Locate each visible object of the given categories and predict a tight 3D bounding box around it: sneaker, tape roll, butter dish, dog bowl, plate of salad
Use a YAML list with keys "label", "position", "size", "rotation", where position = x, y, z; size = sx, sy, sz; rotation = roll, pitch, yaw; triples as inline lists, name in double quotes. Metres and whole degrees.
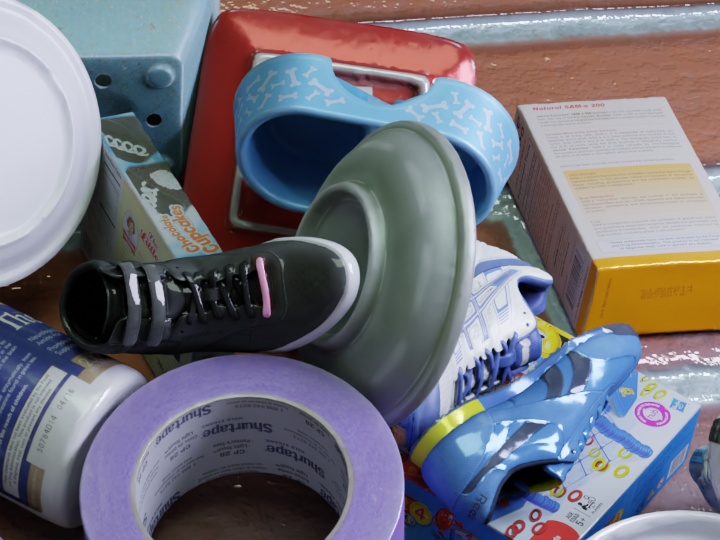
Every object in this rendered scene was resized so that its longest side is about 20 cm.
- label: "sneaker"
  position: [0.076, 0.047, 1.612]
  size: [0.088, 0.076, 0.200]
  rotation: [16, 41, 7]
- label: "tape roll"
  position: [-0.071, 0.155, 1.502]
  size: [0.198, 0.085, 0.201]
  rotation: [-1, 51, 1]
- label: "sneaker"
  position: [0.123, 0.103, 1.569]
  size: [0.200, 0.066, 0.078]
  rotation: [-28, 64, -36]
- label: "butter dish"
  position: [-0.022, -0.074, 1.783]
  size: [0.198, 0.148, 0.201]
  rotation: [8, 83, 3]
- label: "dog bowl"
  position: [0.006, -0.080, 1.650]
  size: [0.199, 0.112, 0.050]
  rotation: [11, 43, 3]
- label: "plate of salad"
  position: [-0.265, -0.087, 1.637]
  size: [0.199, 0.201, 0.048]
  rotation: [-24, 18, -34]
- label: "sneaker"
  position: [-0.102, 0.020, 1.519]
  size: [0.199, 0.071, 0.099]
  rotation: [-10, -6, 31]
- label: "sneaker"
  position: [0.245, 0.133, 1.573]
  size: [0.086, 0.200, 0.075]
  rotation: [21, 77, 30]

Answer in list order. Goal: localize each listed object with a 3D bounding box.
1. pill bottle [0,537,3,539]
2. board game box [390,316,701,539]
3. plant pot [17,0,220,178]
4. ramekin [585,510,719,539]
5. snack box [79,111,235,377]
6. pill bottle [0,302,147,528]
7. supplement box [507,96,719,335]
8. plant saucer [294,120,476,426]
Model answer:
- label: "pill bottle"
  position: [-0.298, 0.151, 1.472]
  size: [0.113, 0.114, 0.200]
  rotation: [-20, 48, -31]
- label: "board game box"
  position: [0.096, 0.115, 1.636]
  size: [0.195, 0.056, 0.200]
  rotation: [28, 43, 21]
- label: "plant pot"
  position: [-0.192, -0.169, 1.802]
  size: [0.194, 0.197, 0.201]
  rotation: [-2, 42, -8]
- label: "ramekin"
  position: [0.204, 0.251, 1.458]
  size: [0.199, 0.106, 0.201]
  rotation: [5, 40, -4]
- label: "snack box"
  position: [-0.141, -0.004, 1.686]
  size: [0.037, 0.117, 0.200]
  rotation: [-12, 44, -25]
- label: "pill bottle"
  position: [-0.245, 0.076, 1.573]
  size: [0.199, 0.111, 0.111]
  rotation: [25, 42, 18]
- label: "supplement box"
  position: [0.198, -0.041, 1.829]
  size: [0.125, 0.074, 0.201]
  rotation: [-3, 41, -15]
- label: "plant saucer"
  position: [0.000, 0.000, 1.553]
  size: [0.050, 0.201, 0.201]
  rotation: [10, 35, -31]
